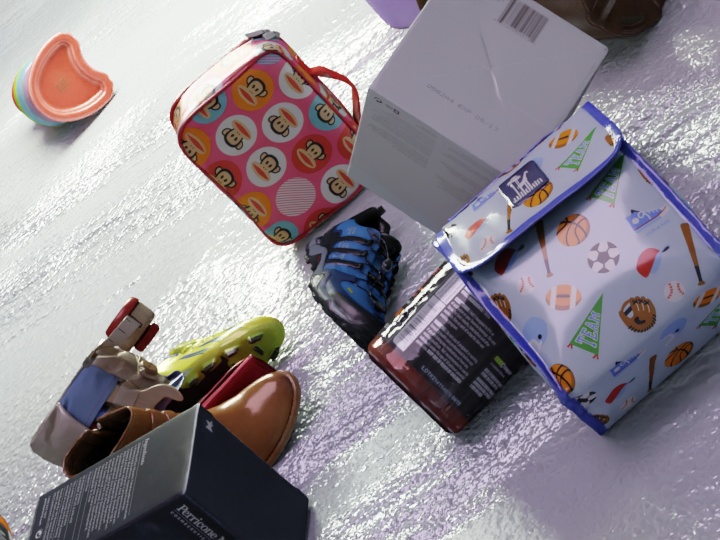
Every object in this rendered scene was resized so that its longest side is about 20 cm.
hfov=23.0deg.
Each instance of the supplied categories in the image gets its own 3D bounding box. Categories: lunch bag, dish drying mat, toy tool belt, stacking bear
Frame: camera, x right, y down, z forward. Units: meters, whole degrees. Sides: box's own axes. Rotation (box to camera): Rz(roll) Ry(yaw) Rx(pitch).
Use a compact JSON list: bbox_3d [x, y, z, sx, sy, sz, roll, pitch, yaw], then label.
[{"bbox_3d":[-0.080,-0.143,1.828,0.176,0.200,0.082,-39,30,6],"label":"lunch bag"},{"bbox_3d":[-0.160,0.160,1.687,0.200,0.077,0.018,-47,66,0],"label":"dish drying mat"},{"bbox_3d":[-0.221,0.130,1.708,0.200,0.122,0.125,-53,5,27],"label":"toy tool belt"},{"bbox_3d":[0.167,-0.011,1.334,0.170,0.124,0.200,-40,58,6],"label":"lunch bag"},{"bbox_3d":[-0.459,-0.268,2.609,0.114,0.122,0.200,-46,18,-16],"label":"stacking bear"}]

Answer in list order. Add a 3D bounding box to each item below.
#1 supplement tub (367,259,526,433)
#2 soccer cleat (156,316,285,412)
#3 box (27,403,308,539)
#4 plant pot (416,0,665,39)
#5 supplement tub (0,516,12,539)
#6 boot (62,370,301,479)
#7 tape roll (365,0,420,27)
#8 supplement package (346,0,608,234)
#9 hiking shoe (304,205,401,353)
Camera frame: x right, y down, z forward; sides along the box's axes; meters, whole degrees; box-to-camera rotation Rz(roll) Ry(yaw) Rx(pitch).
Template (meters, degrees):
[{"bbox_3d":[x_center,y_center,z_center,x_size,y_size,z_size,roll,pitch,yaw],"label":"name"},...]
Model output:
[{"bbox_3d":[0.106,0.029,1.454,0.200,0.107,0.107,-47,28,-3],"label":"supplement tub"},{"bbox_3d":[-0.159,0.091,1.766,0.200,0.065,0.084,-35,47,24],"label":"soccer cleat"},{"bbox_3d":[-0.166,0.232,1.514,0.199,0.148,0.108,-32,32,26],"label":"box"},{"bbox_3d":[0.184,-0.302,1.703,0.197,0.200,0.201,10,60,49],"label":"plant pot"},{"bbox_3d":[-0.393,0.301,1.760,0.107,0.107,0.200,-42,28,7],"label":"supplement tub"},{"bbox_3d":[-0.161,0.144,1.600,0.200,0.155,0.077,-40,48,12],"label":"boot"},{"bbox_3d":[0.076,-0.383,2.052,0.199,0.085,0.201,-33,30,22],"label":"tape roll"},{"bbox_3d":[0.096,-0.136,1.544,0.151,0.151,0.200,-56,-5,-18],"label":"supplement package"},{"bbox_3d":[0.000,0.000,1.667,0.087,0.074,0.200,-41,29,11],"label":"hiking shoe"}]
